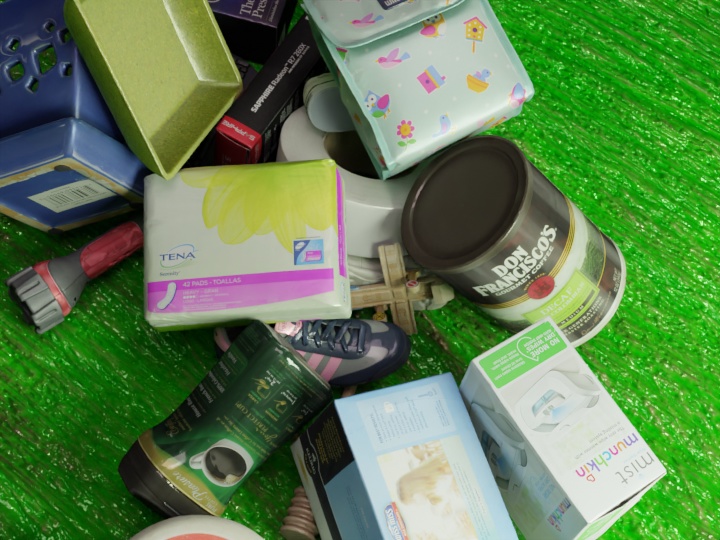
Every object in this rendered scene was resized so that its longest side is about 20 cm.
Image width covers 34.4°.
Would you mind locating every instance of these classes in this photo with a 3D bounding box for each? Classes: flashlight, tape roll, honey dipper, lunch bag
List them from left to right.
[{"bbox_3d":[-0.268,-0.014,1.214,0.200,0.068,0.068,-34,70,-21],"label":"flashlight"},{"bbox_3d":[-0.030,0.175,1.160,0.038,0.038,0.201,19,60,3],"label":"honey dipper"},{"bbox_3d":[0.006,-0.104,1.257,0.201,0.071,0.203,8,41,-7],"label":"tape roll"},{"bbox_3d":[0.052,-0.217,1.152,0.170,0.122,0.201,-25,89,-4],"label":"lunch bag"}]

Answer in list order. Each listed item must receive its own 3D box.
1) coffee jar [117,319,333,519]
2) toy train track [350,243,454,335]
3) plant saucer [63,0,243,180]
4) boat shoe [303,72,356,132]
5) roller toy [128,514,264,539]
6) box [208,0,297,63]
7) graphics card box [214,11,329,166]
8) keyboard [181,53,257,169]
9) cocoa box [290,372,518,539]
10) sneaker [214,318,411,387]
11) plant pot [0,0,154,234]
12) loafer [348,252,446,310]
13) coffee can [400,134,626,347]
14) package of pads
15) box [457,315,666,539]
[{"bbox_3d":[-0.128,0.150,1.094,0.200,0.104,0.085,-45,34,-4],"label":"coffee jar"},{"bbox_3d":[-0.003,0.035,1.206,0.199,0.115,0.033,-7,33,9],"label":"toy train track"},{"bbox_3d":[-0.207,-0.217,1.135,0.048,0.201,0.200,-8,32,26],"label":"plant saucer"},{"bbox_3d":[0.034,-0.190,1.264,0.201,0.075,0.086,-5,33,-11],"label":"boat shoe"},{"bbox_3d":[-0.146,0.314,1.012,0.199,0.140,0.183,-21,66,-16],"label":"roller toy"},{"bbox_3d":[-0.143,-0.361,1.410,0.140,0.079,0.201,13,61,3],"label":"box"},{"bbox_3d":[-0.092,-0.181,1.291,0.051,0.126,0.200,30,63,8],"label":"graphics card box"},{"bbox_3d":[-0.206,-0.182,1.339,0.127,0.021,0.201,19,61,3],"label":"keyboard"},{"bbox_3d":[0.041,0.217,1.069,0.133,0.131,0.201,-10,67,-28],"label":"cocoa box"},{"bbox_3d":[-0.051,0.072,1.164,0.199,0.082,0.070,-5,57,7],"label":"sneaker"},{"bbox_3d":[-0.303,-0.152,1.185,0.199,0.200,0.181,-14,68,22],"label":"plant pot"},{"bbox_3d":[0.000,0.000,1.245,0.199,0.070,0.070,8,35,-2],"label":"loafer"},{"bbox_3d":[0.157,-0.023,1.170,0.146,0.200,0.147,-23,51,31],"label":"coffee can"},{"bbox_3d":[-0.112,-0.027,1.127,0.199,0.068,0.155,-5,75,8],"label":"package of pads"},{"bbox_3d":[0.173,0.170,1.095,0.096,0.200,0.177,-27,69,-19],"label":"box"}]
